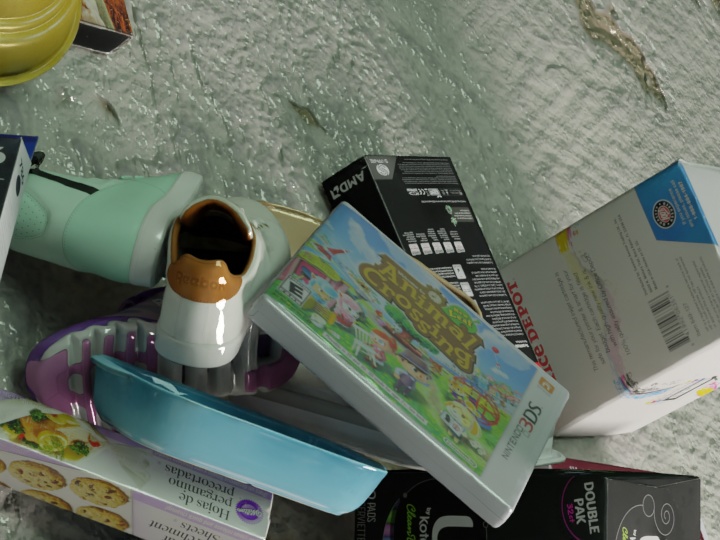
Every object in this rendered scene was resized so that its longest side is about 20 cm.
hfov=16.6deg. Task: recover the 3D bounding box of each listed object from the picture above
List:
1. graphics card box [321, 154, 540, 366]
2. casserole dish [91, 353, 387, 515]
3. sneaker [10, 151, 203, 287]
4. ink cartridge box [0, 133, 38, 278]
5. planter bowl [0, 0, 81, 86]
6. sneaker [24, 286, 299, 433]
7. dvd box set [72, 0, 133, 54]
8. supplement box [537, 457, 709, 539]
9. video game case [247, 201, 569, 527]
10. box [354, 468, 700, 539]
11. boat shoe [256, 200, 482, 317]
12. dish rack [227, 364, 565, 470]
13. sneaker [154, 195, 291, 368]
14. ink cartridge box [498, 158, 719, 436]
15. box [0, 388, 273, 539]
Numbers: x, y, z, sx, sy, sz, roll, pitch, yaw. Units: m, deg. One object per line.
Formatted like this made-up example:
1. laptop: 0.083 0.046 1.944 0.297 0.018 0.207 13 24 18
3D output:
1. graphics card box: 0.057 0.009 1.888 0.125 0.051 0.200 -5 69 -55
2. casserole dish: -0.077 0.101 1.479 0.200 0.121 0.039 23 88 -27
3. sneaker: -0.170 -0.041 1.591 0.118 0.074 0.200 17 6 2
4. ink cartridge box: -0.254 -0.030 1.444 0.200 0.099 0.039 -84 176 -47
5. planter bowl: -0.248 -0.225 1.587 0.200 0.083 0.201 21 51 -28
6. sneaker: -0.134 0.049 1.571 0.200 0.081 0.088 -13 29 -39
7. dvd box set: -0.238 -0.255 1.718 0.146 0.029 0.200 12 54 -50
8. supplement box: 0.194 0.210 1.898 0.200 0.061 0.109 15 51 -50
9. video game case: 0.035 0.054 1.551 0.200 0.022 0.182 40 26 -1
10. box: 0.108 0.204 1.613 0.124 0.200 0.149 6 84 -53
11. boat shoe: 0.000 0.000 1.761 0.200 0.069 0.074 28 55 -17
12. dish rack: 0.022 0.090 1.640 0.171 0.200 0.044 0 99 -52
13. sneaker: -0.079 -0.017 1.532 0.073 0.085 0.200 9 24 1
14. ink cartridge box: 0.236 0.027 1.980 0.145 0.200 0.147 5 59 -55
15. box: -0.150 0.120 1.444 0.200 0.041 0.039 23 42 -13
